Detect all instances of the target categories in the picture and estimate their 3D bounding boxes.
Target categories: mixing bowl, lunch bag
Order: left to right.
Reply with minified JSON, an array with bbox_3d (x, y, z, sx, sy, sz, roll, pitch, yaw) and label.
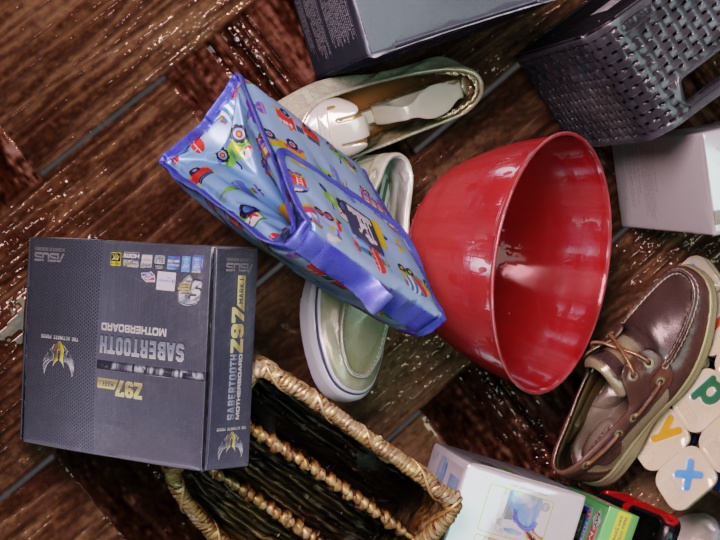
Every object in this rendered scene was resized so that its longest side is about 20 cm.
[{"bbox_3d":[-0.032,-0.027,1.168,0.094,0.200,0.150,-48,131,8],"label":"lunch bag"},{"bbox_3d":[0.105,-0.013,1.286,0.108,0.200,0.201,9,90,32],"label":"mixing bowl"}]

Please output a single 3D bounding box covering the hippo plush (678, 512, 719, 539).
[{"bbox_3d":[0.287,0.304,1.330,0.159,0.161,0.200,-39,99,-9],"label":"hippo plush"}]

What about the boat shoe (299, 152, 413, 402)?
[{"bbox_3d":[0.000,0.000,1.277,0.072,0.062,0.201,16,69,-34],"label":"boat shoe"}]

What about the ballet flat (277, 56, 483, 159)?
[{"bbox_3d":[0.006,-0.123,1.288,0.199,0.062,0.068,-24,110,-21],"label":"ballet flat"}]

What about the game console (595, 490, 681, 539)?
[{"bbox_3d":[0.188,0.276,1.299,0.031,0.177,0.201,20,87,-11],"label":"game console"}]

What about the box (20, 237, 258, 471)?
[{"bbox_3d":[-0.165,0.057,1.214,0.051,0.199,0.158,0,93,-51],"label":"box"}]

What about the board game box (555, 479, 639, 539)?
[{"bbox_3d":[0.153,0.274,1.314,0.029,0.135,0.201,21,88,-12],"label":"board game box"}]

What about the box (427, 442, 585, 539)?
[{"bbox_3d":[0.087,0.251,1.309,0.101,0.112,0.201,18,89,-11],"label":"box"}]

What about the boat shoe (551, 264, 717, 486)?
[{"bbox_3d":[0.214,0.083,1.327,0.072,0.072,0.200,15,111,-50],"label":"boat shoe"}]

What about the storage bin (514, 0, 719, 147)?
[{"bbox_3d":[0.219,-0.172,1.280,0.135,0.200,0.094,-36,98,-9],"label":"storage bin"}]

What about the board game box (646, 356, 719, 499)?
[{"bbox_3d":[0.351,0.133,1.397,0.199,0.046,0.152,28,85,-12],"label":"board game box"}]

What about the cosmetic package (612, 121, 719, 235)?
[{"bbox_3d":[0.283,-0.075,1.298,0.112,0.200,0.082,-9,94,-12],"label":"cosmetic package"}]

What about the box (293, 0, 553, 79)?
[{"bbox_3d":[0.038,-0.220,1.240,0.148,0.200,0.108,-18,96,-12],"label":"box"}]

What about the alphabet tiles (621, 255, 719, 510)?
[{"bbox_3d":[0.291,0.089,1.319,0.015,0.200,0.196,14,126,-49],"label":"alphabet tiles"}]

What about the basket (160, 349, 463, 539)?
[{"bbox_3d":[-0.049,0.168,1.259,0.200,0.149,0.143,37,84,-12],"label":"basket"}]
